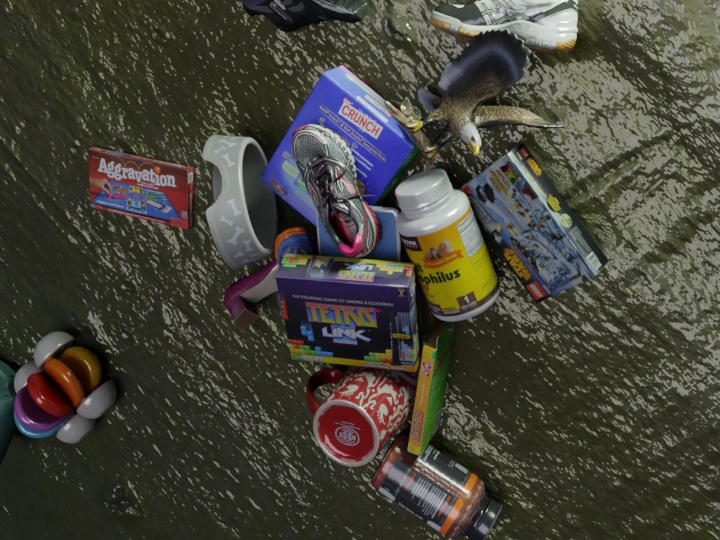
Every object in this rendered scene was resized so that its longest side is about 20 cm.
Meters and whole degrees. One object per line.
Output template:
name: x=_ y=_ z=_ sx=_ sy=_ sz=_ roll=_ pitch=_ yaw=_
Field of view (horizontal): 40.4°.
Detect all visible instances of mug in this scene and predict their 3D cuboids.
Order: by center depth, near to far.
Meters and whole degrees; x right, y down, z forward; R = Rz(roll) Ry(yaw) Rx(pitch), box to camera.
mug: x=0.000 y=0.210 z=1.495 sx=0.176 sy=0.200 sz=0.135 roll=-25 pitch=99 yaw=29

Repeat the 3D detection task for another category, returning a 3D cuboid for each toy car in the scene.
toy car: x=-0.560 y=0.229 z=1.783 sx=0.175 sy=0.150 sz=0.200 roll=46 pitch=120 yaw=2

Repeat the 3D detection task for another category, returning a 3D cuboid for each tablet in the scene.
tablet: x=0.000 y=0.000 z=1.448 sx=0.128 sy=0.014 sz=0.203 roll=5 pitch=114 yaw=18

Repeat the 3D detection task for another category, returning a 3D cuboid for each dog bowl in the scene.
dog bowl: x=-0.176 y=-0.107 z=1.466 sx=0.058 sy=0.200 sz=0.203 roll=-8 pitch=106 yaw=12

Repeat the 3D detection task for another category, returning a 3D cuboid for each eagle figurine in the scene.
eagle figurine: x=0.156 y=-0.215 z=1.303 sx=0.198 sy=0.151 sz=0.153 roll=-28 pitch=79 yaw=17

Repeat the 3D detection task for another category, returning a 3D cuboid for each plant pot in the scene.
plant pot: x=-0.735 y=0.260 z=1.855 sx=0.200 sy=0.200 sz=0.162 roll=40 pitch=111 yaw=6

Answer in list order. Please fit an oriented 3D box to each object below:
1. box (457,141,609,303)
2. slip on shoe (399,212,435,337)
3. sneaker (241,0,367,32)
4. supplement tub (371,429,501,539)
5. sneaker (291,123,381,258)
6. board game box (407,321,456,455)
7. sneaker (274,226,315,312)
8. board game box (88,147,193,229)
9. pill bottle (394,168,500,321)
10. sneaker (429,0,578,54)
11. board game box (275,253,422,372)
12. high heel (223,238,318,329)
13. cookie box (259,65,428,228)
box: x=0.234 y=-0.062 z=1.350 sx=0.201 sy=0.040 sz=0.137 roll=54 pitch=147 yaw=-2
slip on shoe: x=0.060 y=0.008 z=1.473 sx=0.075 sy=0.061 sz=0.203 roll=-8 pitch=105 yaw=26
sneaker: x=-0.081 y=-0.381 z=1.400 sx=0.198 sy=0.076 sz=0.088 roll=24 pitch=136 yaw=16
supplement tub: x=0.122 y=0.348 z=1.545 sx=0.198 sy=0.107 sz=0.108 roll=32 pitch=119 yaw=11
sneaker: x=-0.036 y=-0.114 z=1.369 sx=0.080 sy=0.075 sz=0.202 roll=-30 pitch=90 yaw=21
board game box: x=0.110 y=0.172 z=1.491 sx=0.030 sy=0.095 sz=0.203 roll=17 pitch=115 yaw=17
sneaker: x=-0.092 y=0.034 z=1.507 sx=0.074 sy=0.079 sz=0.202 roll=-16 pitch=129 yaw=-6
board game box: x=-0.368 y=-0.139 z=1.636 sx=0.197 sy=0.019 sz=0.105 roll=13 pitch=112 yaw=20
pill bottle: x=0.119 y=-0.037 z=1.383 sx=0.108 sy=0.110 sz=0.202 roll=-12 pitch=115 yaw=27
sneaker: x=0.191 y=-0.342 z=1.289 sx=0.197 sy=0.076 sz=0.089 roll=11 pitch=98 yaw=16
board game box: x=-0.014 y=0.062 z=1.420 sx=0.196 sy=0.057 sz=0.167 roll=4 pitch=131 yaw=15
high heel: x=-0.144 y=0.002 z=1.579 sx=0.067 sy=0.096 sz=0.200 roll=30 pitch=112 yaw=-36
cookie box: x=-0.026 y=-0.166 z=1.438 sx=0.171 sy=0.075 sz=0.201 roll=39 pitch=120 yaw=3
